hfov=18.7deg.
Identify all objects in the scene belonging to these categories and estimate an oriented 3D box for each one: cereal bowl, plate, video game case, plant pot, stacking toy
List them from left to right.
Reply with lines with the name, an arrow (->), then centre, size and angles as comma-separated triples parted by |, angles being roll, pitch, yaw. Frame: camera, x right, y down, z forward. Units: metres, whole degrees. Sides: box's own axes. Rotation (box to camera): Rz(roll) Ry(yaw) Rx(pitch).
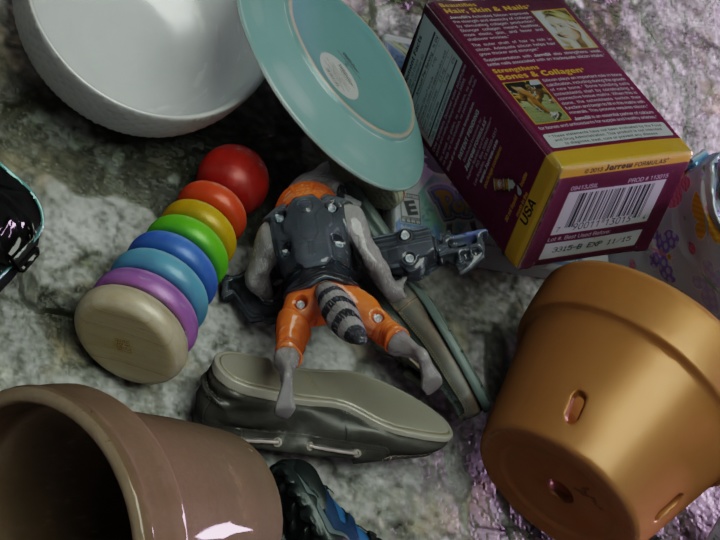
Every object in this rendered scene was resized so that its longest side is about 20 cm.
plant pot -> -0.148, 0.168, 1.406 | 0.174, 0.200, 0.202 | -2, 69, -50
cereal bowl -> -0.163, -0.183, 1.593 | 0.199, 0.083, 0.202 | 12, 64, -24
stacking toy -> -0.124, -0.016, 1.554 | 0.085, 0.085, 0.201 | 37, 49, -10
plate -> -0.013, -0.147, 1.590 | 0.200, 0.026, 0.201 | 41, 28, -28
video game case -> 0.105, -0.087, 1.742 | 0.199, 0.022, 0.184 | 9, 65, -26
plant pot -> 0.179, 0.112, 1.597 | 0.200, 0.200, 0.140 | 44, 63, -6

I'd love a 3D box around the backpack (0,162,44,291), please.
backpack -> -0.328, -0.033, 1.392 | 0.200, 0.153, 0.176 | 48, 52, -15

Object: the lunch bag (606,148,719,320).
lunch bag -> 0.296, 0.007, 1.719 | 0.127, 0.169, 0.200 | -38, 90, -34

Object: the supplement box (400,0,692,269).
supplement box -> 0.132, -0.108, 1.646 | 0.130, 0.104, 0.200 | -8, 47, -31

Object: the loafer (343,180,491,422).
loafer -> 0.023, 0.032, 1.627 | 0.063, 0.072, 0.201 | -31, 82, -2

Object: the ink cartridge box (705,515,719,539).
ink cartridge box -> 0.355, 0.155, 1.675 | 0.199, 0.200, 0.041 | -21, 55, -35

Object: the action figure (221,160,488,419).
action figure -> 0.000, 0.000, 1.538 | 0.198, 0.105, 0.194 | -17, 52, -3

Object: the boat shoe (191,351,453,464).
boat shoe -> -0.030, 0.107, 1.569 | 0.199, 0.057, 0.067 | 16, 26, -27

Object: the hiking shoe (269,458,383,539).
hiking shoe -> -0.002, 0.213, 1.528 | 0.087, 0.074, 0.201 | -34, 98, -43

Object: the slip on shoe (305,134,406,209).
slip on shoe -> -0.020, -0.137, 1.661 | 0.061, 0.074, 0.201 | -29, 80, -24
